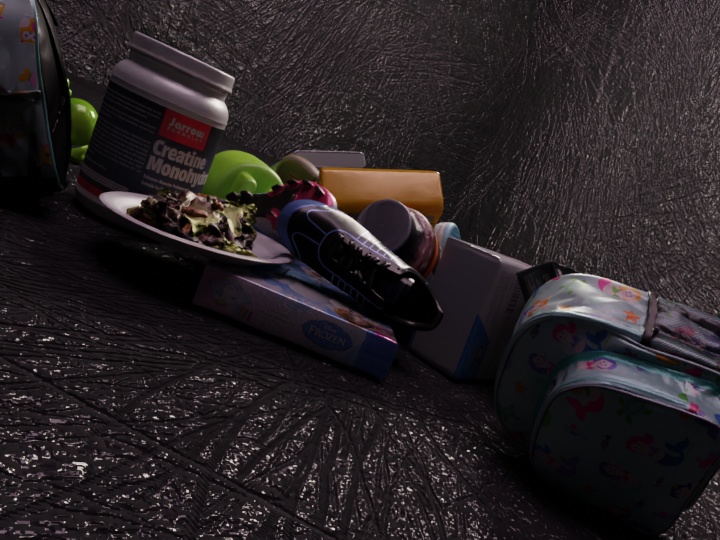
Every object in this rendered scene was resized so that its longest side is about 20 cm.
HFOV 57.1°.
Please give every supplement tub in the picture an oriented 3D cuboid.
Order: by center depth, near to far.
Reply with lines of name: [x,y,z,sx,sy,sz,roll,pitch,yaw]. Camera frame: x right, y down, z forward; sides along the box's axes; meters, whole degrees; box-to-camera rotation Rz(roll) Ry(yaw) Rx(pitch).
supplement tub: [-0.238,-0.154,0.776,0.137,0.204,0.140,23,10,-4]
supplement tub: [0.054,-0.008,0.827,0.106,0.108,0.200,29,-12,28]

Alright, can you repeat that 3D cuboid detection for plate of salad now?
plate of salad: [-0.156,-0.053,0.659,0.195,0.049,0.200,21,9,-3]

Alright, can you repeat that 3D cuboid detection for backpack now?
backpack: [0.215,0.108,0.571,0.197,0.181,0.150,26,40,19]
backpack: [-0.365,-0.190,0.650,0.149,0.205,0.176,1,21,-26]

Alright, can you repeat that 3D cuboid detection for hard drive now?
hard drive: [-0.098,-0.158,1.101,0.129,0.027,0.198,-6,-5,-34]

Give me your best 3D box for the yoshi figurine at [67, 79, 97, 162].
yoshi figurine: [-0.418,-0.210,0.931,0.111,0.114,0.200,25,10,-37]

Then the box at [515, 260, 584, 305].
box: [0.249,0.097,0.747,0.045,0.205,0.158,-23,-16,28]

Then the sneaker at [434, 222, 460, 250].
sneaker: [0.092,0.002,1.009,0.127,0.203,0.081,7,47,22]

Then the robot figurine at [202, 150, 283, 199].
robot figurine: [-0.172,-0.106,0.946,0.173,0.118,0.200,26,7,-28]

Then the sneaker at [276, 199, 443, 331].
sneaker: [0.005,-0.004,0.678,0.198,0.071,0.078,32,-1,-22]

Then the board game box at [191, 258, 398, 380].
board game box: [-0.067,0.029,0.701,0.195,0.044,0.200,22,9,-11]

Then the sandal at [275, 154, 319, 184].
sandal: [-0.055,-0.095,0.942,0.199,0.082,0.054,38,28,19]

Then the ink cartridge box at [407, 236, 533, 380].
ink cartridge box: [0.164,0.055,0.835,0.084,0.148,0.198,26,9,39]

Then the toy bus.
toy bus: [0.002,-0.087,0.855,0.194,0.067,0.079,0,-23,-10]

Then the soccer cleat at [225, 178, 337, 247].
soccer cleat: [-0.088,-0.058,0.787,0.197,0.071,0.086,4,-30,43]
